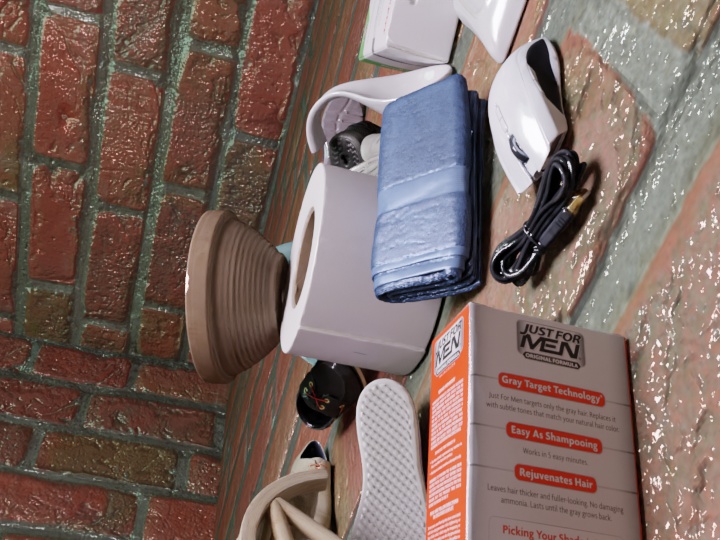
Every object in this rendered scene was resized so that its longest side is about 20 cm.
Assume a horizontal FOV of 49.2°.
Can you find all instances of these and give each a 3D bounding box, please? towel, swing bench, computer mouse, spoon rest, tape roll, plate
[{"bbox_3d":[0.063,-0.073,0.732,0.110,0.048,0.206,-12,65,35],"label":"towel"},{"bbox_3d":[-0.046,0.308,0.620,0.199,0.128,0.204,34,119,41],"label":"swing bench"},{"bbox_3d":[0.122,-0.099,0.592,0.111,0.043,0.204,114,162,-50],"label":"computer mouse"},{"bbox_3d":[0.016,-0.198,0.916,0.196,0.062,0.100,-17,24,28],"label":"spoon rest"},{"bbox_3d":[0.000,0.000,0.849,0.202,0.135,0.209,-169,90,-77],"label":"tape roll"},{"bbox_3d":[0.136,-0.326,0.761,0.201,0.031,0.204,-101,24,-60],"label":"plate"}]

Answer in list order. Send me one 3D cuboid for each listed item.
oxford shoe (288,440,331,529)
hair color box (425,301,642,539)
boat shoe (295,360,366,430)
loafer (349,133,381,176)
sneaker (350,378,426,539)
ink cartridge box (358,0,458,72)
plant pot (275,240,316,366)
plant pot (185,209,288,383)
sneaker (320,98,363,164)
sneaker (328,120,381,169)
[{"bbox_3d":[-0.071,0.299,1.083,0.200,0.069,0.076,-126,52,-74],"label":"oxford shoe"},{"bbox_3d":[0.088,0.129,0.409,0.061,0.099,0.205,124,155,-60],"label":"hair color box"},{"bbox_3d":[-0.042,0.158,1.023,0.063,0.074,0.202,-40,-12,-26],"label":"boat shoe"},{"bbox_3d":[0.029,-0.129,0.911,0.069,0.071,0.199,-34,-3,-40],"label":"loafer"},{"bbox_3d":[0.032,0.207,0.727,0.114,0.070,0.207,68,-156,-77],"label":"sneaker"},{"bbox_3d":[0.064,-0.331,0.973,0.200,0.082,0.150,-130,53,-75],"label":"ink cartridge box"},{"bbox_3d":[-0.079,0.036,1.131,0.135,0.199,0.200,-54,7,-13],"label":"plant pot"},{"bbox_3d":[-0.134,0.030,0.931,0.201,0.090,0.207,-1,-90,-84],"label":"plant pot"},{"bbox_3d":[-0.048,-0.214,1.414,0.112,0.075,0.206,160,120,-75],"label":"sneaker"},{"bbox_3d":[0.013,-0.108,1.066,0.114,0.075,0.204,-45,-44,-47],"label":"sneaker"}]
